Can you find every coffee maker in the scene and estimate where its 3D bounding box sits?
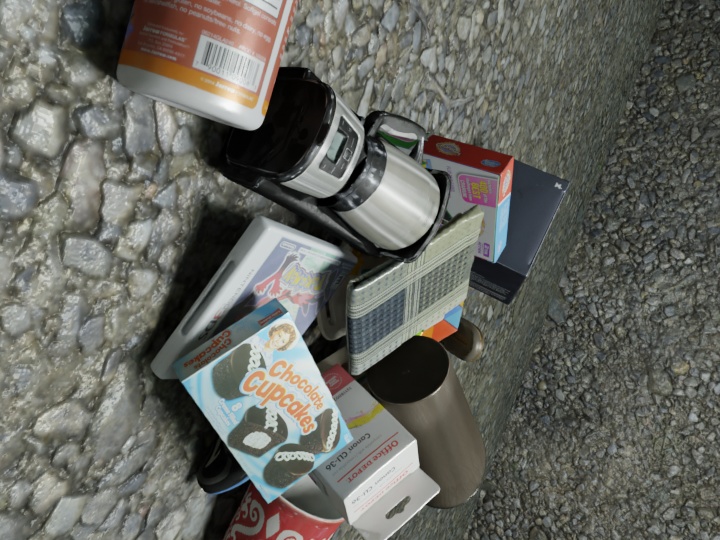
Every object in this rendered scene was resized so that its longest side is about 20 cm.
[{"bbox_3d":[-0.039,-0.096,0.633,0.199,0.191,0.136,29,61,-44],"label":"coffee maker"}]

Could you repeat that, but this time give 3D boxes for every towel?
[{"bbox_3d":[0.061,0.024,0.764,0.199,0.035,0.193,-31,148,-21],"label":"towel"}]

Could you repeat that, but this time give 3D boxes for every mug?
[{"bbox_3d":[-0.107,0.364,0.831,0.177,0.133,0.201,21,102,-54],"label":"mug"}]

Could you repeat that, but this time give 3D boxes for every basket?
[{"bbox_3d":[0.088,0.196,0.864,0.181,0.135,0.201,-102,173,-51],"label":"basket"}]

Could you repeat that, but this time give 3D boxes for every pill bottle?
[{"bbox_3d":[-0.098,-0.215,0.458,0.112,0.112,0.202,5,104,-64],"label":"pill bottle"}]

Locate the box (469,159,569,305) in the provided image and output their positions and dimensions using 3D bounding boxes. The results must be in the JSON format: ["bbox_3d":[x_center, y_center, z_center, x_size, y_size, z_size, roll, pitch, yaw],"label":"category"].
[{"bbox_3d":[0.283,-0.067,1.178,0.198,0.117,0.200,-61,169,-14],"label":"box"}]

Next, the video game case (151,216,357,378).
[{"bbox_3d":[-0.102,0.040,0.668,0.183,0.023,0.200,-53,157,9],"label":"video game case"}]

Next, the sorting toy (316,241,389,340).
[{"bbox_3d":[0.000,0.000,0.846,0.180,0.106,0.201,-47,147,-26],"label":"sorting toy"}]

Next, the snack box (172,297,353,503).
[{"bbox_3d":[-0.091,0.137,0.635,0.116,0.037,0.201,-33,127,-15],"label":"snack box"}]

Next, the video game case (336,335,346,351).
[{"bbox_3d":[-0.014,0.189,1.039,0.201,0.023,0.182,-66,155,-6],"label":"video game case"}]

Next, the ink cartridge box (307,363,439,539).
[{"bbox_3d":[-0.008,0.221,0.770,0.116,0.200,0.068,-34,139,-23],"label":"ink cartridge box"}]

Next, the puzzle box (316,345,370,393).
[{"bbox_3d":[-0.056,0.186,0.877,0.199,0.025,0.134,-30,136,-27],"label":"puzzle box"}]

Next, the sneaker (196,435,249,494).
[{"bbox_3d":[-0.132,0.170,0.706,0.082,0.071,0.200,19,116,-45],"label":"sneaker"}]

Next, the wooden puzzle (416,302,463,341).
[{"bbox_3d":[0.102,0.054,0.905,0.199,0.037,0.186,-30,138,-37],"label":"wooden puzzle"}]

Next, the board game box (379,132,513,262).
[{"bbox_3d":[0.099,-0.106,0.832,0.040,0.199,0.154,-51,150,-32],"label":"board game box"}]

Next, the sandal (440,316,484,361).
[{"bbox_3d":[0.125,0.097,1.064,0.054,0.200,0.082,5,108,-37],"label":"sandal"}]
